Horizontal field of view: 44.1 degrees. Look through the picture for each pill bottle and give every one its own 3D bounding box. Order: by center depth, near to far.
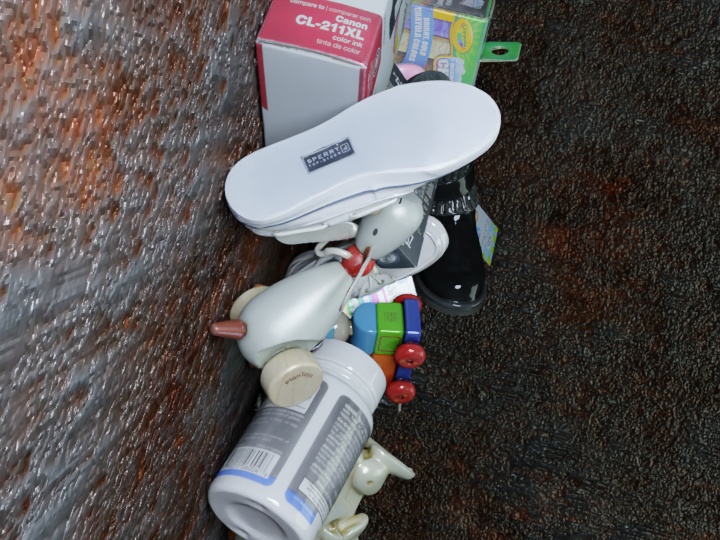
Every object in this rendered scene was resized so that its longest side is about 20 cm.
[{"bbox_3d":[-0.056,0.172,0.895,0.200,0.113,0.114,-57,165,-38],"label":"pill bottle"}]

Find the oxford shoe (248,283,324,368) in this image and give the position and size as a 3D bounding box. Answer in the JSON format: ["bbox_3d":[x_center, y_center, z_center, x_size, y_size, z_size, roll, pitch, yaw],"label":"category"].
[{"bbox_3d":[-0.070,0.067,0.881,0.200,0.073,0.072,86,18,-79],"label":"oxford shoe"}]

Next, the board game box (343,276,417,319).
[{"bbox_3d":[-0.006,0.033,1.105,0.200,0.134,0.034,-144,-143,-88],"label":"board game box"}]

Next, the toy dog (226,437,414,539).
[{"bbox_3d":[-0.059,0.268,1.028,0.200,0.139,0.194,-55,152,-4],"label":"toy dog"}]

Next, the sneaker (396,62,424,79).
[{"bbox_3d":[0.052,-0.167,1.044,0.200,0.079,0.096,32,60,-69],"label":"sneaker"}]

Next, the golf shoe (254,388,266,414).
[{"bbox_3d":[-0.066,0.121,1.041,0.200,0.088,0.077,-62,168,-69],"label":"golf shoe"}]

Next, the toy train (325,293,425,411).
[{"bbox_3d":[0.004,0.109,1.017,0.200,0.115,0.085,100,-8,-49],"label":"toy train"}]

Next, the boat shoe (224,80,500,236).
[{"bbox_3d":[0.003,-0.077,0.640,0.065,0.199,0.074,67,8,-71],"label":"boat shoe"}]

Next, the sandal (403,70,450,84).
[{"bbox_3d":[0.053,-0.134,0.832,0.200,0.048,0.076,-44,123,-48],"label":"sandal"}]

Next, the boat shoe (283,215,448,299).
[{"bbox_3d":[0.000,0.000,0.949,0.071,0.200,0.069,60,30,-17],"label":"boat shoe"}]

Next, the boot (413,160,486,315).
[{"bbox_3d":[0.101,-0.070,0.993,0.212,0.079,0.158,-96,-172,-47],"label":"boot"}]

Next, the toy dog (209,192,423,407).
[{"bbox_3d":[-0.046,0.008,0.698,0.096,0.132,0.201,22,94,-50],"label":"toy dog"}]

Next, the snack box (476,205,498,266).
[{"bbox_3d":[0.076,-0.076,1.238,0.200,0.168,0.068,42,58,-51],"label":"snack box"}]

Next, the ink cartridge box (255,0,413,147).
[{"bbox_3d":[-0.012,-0.201,0.701,0.146,0.083,0.201,94,11,-64],"label":"ink cartridge box"}]

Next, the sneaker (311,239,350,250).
[{"bbox_3d":[-0.002,-0.069,1.121,0.202,0.108,0.067,98,7,-56],"label":"sneaker"}]

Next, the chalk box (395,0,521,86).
[{"bbox_3d":[0.098,-0.284,1.109,0.125,0.199,0.124,-68,172,-55],"label":"chalk box"}]

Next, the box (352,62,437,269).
[{"bbox_3d":[0.010,-0.119,0.849,0.200,0.043,0.161,45,52,-46],"label":"box"}]
